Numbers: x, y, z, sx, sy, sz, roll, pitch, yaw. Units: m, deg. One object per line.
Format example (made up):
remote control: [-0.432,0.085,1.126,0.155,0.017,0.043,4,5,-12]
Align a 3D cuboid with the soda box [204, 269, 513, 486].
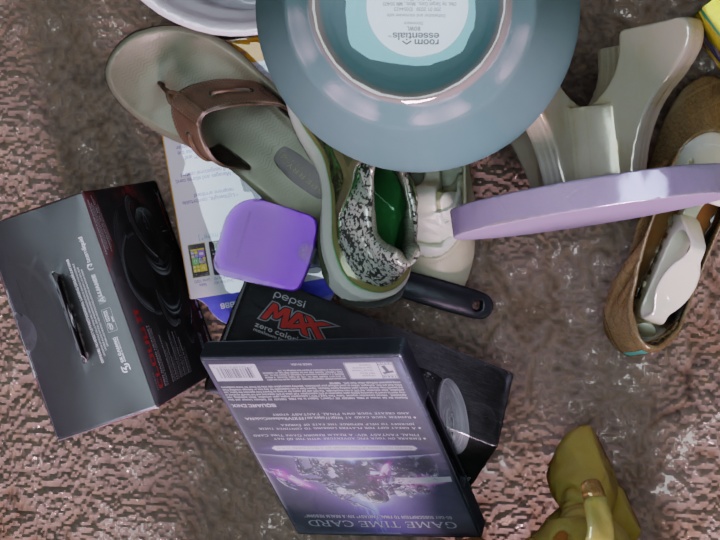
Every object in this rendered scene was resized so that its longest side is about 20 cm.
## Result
soda box: [-0.001,0.076,1.291,0.199,0.071,0.063,21,140,-4]

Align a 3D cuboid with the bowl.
bowl: [0.030,-0.156,1.097,0.200,0.105,0.202,0,95,5]

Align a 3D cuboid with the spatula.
spatula: [0.000,0.000,1.289,0.199,0.021,0.057,16,88,-17]

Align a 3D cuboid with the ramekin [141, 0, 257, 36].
ramekin: [-0.076,-0.259,1.288,0.200,0.098,0.201,1,95,7]

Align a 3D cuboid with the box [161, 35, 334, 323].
box: [-0.074,-0.064,1.333,0.119,0.041,0.201,-8,96,8]

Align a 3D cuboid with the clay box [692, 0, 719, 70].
clay box: [0.263,-0.131,1.201,0.048,0.200,0.115,-37,89,9]

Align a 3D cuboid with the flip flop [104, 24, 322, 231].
flip flop: [-0.086,-0.097,1.283,0.200,0.058,0.081,39,100,2]

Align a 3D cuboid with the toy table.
toy table: [0.141,-0.091,1.225,0.199,0.184,0.118,-8,86,29]

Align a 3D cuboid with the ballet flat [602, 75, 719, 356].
ballet flat: [0.220,-0.032,1.276,0.068,0.072,0.201,20,96,-14]

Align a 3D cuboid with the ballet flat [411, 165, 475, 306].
ballet flat: [0.046,-0.072,1.303,0.069,0.069,0.201,0,95,7]

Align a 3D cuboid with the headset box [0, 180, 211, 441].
headset box: [-0.173,0.023,1.271,0.077,0.200,0.149,-19,91,9]

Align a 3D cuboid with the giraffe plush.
giraffe plush: [0.112,0.219,1.249,0.162,0.200,0.173,-23,93,10]

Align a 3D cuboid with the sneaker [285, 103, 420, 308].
sneaker: [0.009,-0.080,1.242,0.077,0.089,0.201,-9,83,-28]

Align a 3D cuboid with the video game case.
video game case: [-0.009,0.116,1.269,0.142,0.019,0.200,-2,138,22]
